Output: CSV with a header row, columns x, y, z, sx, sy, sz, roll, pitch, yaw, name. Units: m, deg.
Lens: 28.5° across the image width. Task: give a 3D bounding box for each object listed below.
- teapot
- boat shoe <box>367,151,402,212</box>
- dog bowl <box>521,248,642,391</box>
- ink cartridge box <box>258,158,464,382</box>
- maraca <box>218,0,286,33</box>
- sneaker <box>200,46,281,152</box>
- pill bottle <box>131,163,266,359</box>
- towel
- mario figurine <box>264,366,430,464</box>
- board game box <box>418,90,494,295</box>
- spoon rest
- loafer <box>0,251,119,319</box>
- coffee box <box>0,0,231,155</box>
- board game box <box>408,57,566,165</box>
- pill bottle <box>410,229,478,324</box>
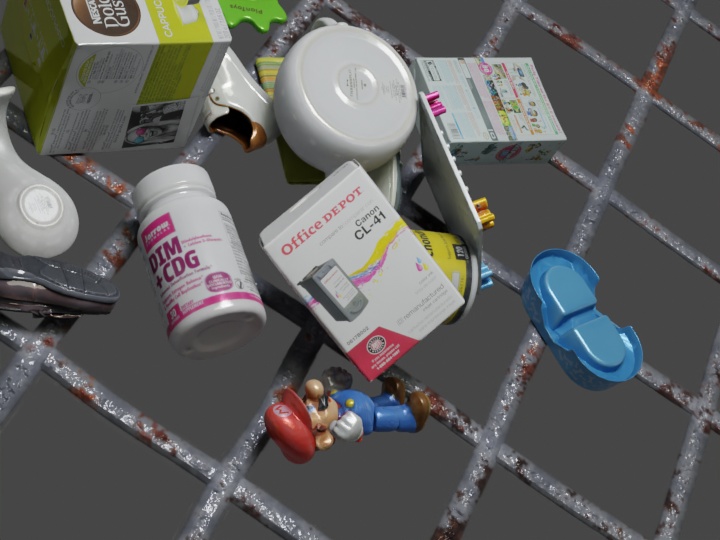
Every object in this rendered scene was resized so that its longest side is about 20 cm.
x,y,z,sx,sy,sz,roll,pitch,yaw,name
-0.032,-0.202,1.777,0.197,0.146,0.200,44,57,-2,teapot
0.036,-0.148,1.848,0.061,0.073,0.202,20,48,-36,boat shoe
0.282,0.069,1.840,0.111,0.050,0.201,-17,67,-36,dog bowl
0.000,0.000,1.597,0.147,0.086,0.201,-39,103,0,ink cartridge box
-0.158,-0.398,1.896,0.135,0.107,0.202,4,56,-16,maraca
-0.186,-0.231,1.786,0.200,0.073,0.085,42,47,4,sneaker
-0.188,-0.012,1.604,0.112,0.114,0.202,-6,60,-31,pill bottle
-0.080,-0.197,1.859,0.085,0.018,0.202,-3,60,-23,towel
-0.018,0.148,1.582,0.198,0.123,0.107,-7,73,-36,mario figurine
0.122,-0.097,1.779,0.026,0.201,0.202,-19,65,-5,board game box
-0.386,-0.106,1.613,0.098,0.061,0.202,-15,79,-33,spoon rest
-0.363,0.021,1.535,0.198,0.064,0.072,15,22,-24,loafer
-0.296,-0.280,1.678,0.196,0.200,0.202,-7,60,-31,coffee box
0.172,-0.223,1.978,0.198,0.064,0.149,-4,61,-28,board game box
0.034,0.004,1.711,0.197,0.112,0.113,5,55,-25,pill bottle
